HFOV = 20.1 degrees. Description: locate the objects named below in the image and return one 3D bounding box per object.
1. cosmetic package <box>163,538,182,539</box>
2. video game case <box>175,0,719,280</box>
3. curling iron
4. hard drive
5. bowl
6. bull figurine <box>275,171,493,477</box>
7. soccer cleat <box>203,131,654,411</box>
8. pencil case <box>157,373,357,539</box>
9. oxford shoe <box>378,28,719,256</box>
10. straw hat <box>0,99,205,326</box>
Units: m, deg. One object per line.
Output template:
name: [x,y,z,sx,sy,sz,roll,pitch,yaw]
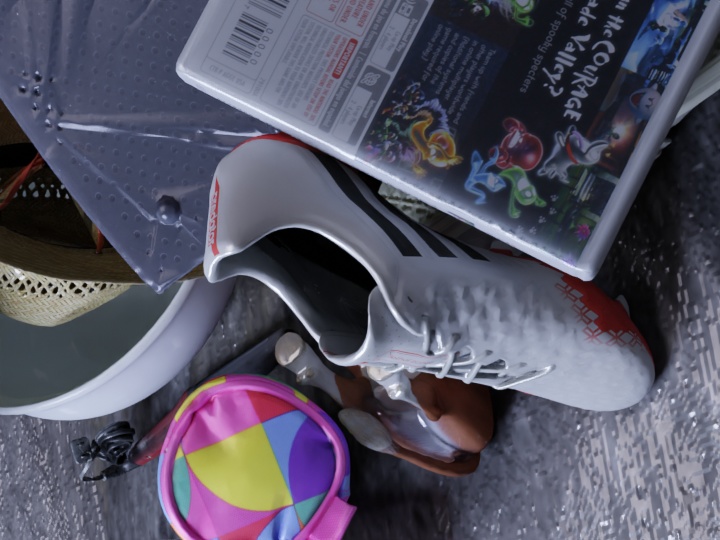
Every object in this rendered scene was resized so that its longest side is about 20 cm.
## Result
cosmetic package: [-0.038,0.176,0.993,0.200,0.050,0.083,-4,88,54]
video game case: [0.053,-0.124,0.783,0.181,0.023,0.201,27,86,10]
curling iron: [-0.092,0.075,1.084,0.200,0.049,0.026,-31,75,44]
hard drive: [-0.094,-0.107,0.860,0.135,0.042,0.200,-35,90,22]
bowl: [-0.136,0.001,1.082,0.200,0.090,0.202,-16,54,24]
bull figurine: [0.000,0.000,0.918,0.065,0.121,0.200,-37,62,20]
soccer cleat: [0.027,0.015,0.807,0.069,0.200,0.085,-49,16,41]
pencil case: [-0.046,0.091,0.916,0.200,0.088,0.089,141,132,-87]
oxford shoe: [0.093,-0.060,0.841,0.200,0.058,0.075,-35,40,29]
straw hat: [-0.146,-0.021,0.971,0.201,0.200,0.085,55,137,41]
